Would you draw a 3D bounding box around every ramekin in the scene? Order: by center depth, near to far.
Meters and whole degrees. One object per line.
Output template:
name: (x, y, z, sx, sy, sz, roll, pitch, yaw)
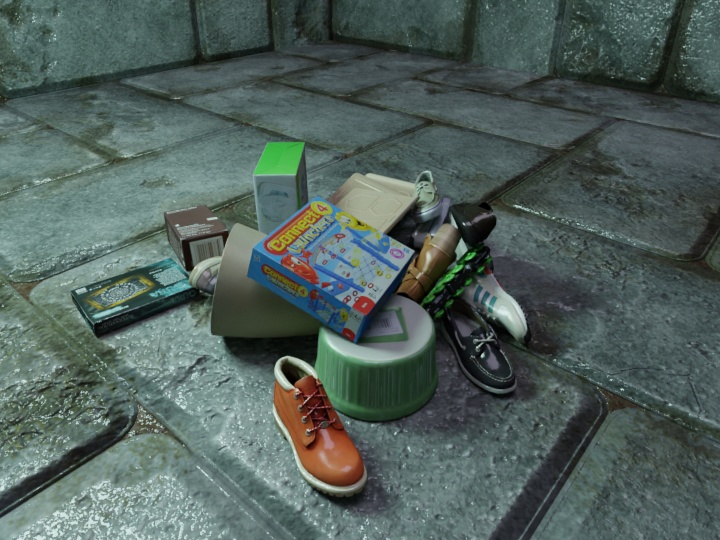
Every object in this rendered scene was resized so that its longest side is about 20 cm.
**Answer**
ramekin: (0.025, 0.121, 0.861, 0.195, 0.100, 0.201, 0, 31, 0)

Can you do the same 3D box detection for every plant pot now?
plant pot: (-0.132, 0.037, 0.948, 0.196, 0.190, 0.189, 13, 30, -5)

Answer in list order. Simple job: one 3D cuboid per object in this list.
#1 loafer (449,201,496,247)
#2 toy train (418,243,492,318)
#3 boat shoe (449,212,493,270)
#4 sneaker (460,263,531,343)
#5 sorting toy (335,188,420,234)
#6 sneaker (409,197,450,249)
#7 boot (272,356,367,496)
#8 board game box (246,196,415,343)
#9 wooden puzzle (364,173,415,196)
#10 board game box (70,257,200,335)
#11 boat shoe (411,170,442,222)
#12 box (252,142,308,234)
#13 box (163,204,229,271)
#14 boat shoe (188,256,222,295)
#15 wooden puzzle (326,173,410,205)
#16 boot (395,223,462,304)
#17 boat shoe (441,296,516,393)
loafer: (0.216, -0.092, 1.049, 0.070, 0.074, 0.200, -25, 15, 9)
toy train: (0.161, 0.018, 0.974, 0.199, 0.042, 0.056, -41, 11, -32)
boat shoe: (0.225, -0.057, 1.168, 0.059, 0.075, 0.201, -5, 33, -2)
sneaker: (0.224, 0.069, 0.999, 0.092, 0.071, 0.201, -30, 44, 2)
sorting toy: (0.007, -0.111, 1.201, 0.197, 0.037, 0.185, 10, 42, 37)
sneaker: (0.160, -0.113, 1.273, 0.069, 0.074, 0.201, 12, 33, 14)
boot: (-0.060, 0.197, 0.730, 0.074, 0.109, 0.199, -18, 37, -31)
board game box: (-0.039, -0.012, 0.871, 0.193, 0.057, 0.200, 30, 38, 10)
wooden puzzle: (0.042, -0.167, 1.394, 0.182, 0.047, 0.200, 17, 40, 26)
board game box: (-0.419, 0.043, 1.051, 0.198, 0.029, 0.134, -22, 38, -34)
boat shoe: (0.142, -0.166, 1.257, 0.071, 0.063, 0.201, -17, 22, 14)
box: (-0.174, -0.168, 1.258, 0.094, 0.180, 0.201, -1, 30, 1)
box: (-0.343, -0.073, 1.180, 0.098, 0.077, 0.199, -14, 25, -25)
boat shoe: (-0.243, 0.001, 1.092, 0.065, 0.073, 0.199, 39, 30, 14)
wooden puzzle: (-0.001, -0.135, 1.298, 0.183, 0.038, 0.200, 30, 60, 32)
boot: (0.119, 0.005, 1.065, 0.073, 0.200, 0.156, 32, 78, 10)
boat shoe: (0.190, 0.115, 0.910, 0.072, 0.061, 0.201, -7, 32, -12)
